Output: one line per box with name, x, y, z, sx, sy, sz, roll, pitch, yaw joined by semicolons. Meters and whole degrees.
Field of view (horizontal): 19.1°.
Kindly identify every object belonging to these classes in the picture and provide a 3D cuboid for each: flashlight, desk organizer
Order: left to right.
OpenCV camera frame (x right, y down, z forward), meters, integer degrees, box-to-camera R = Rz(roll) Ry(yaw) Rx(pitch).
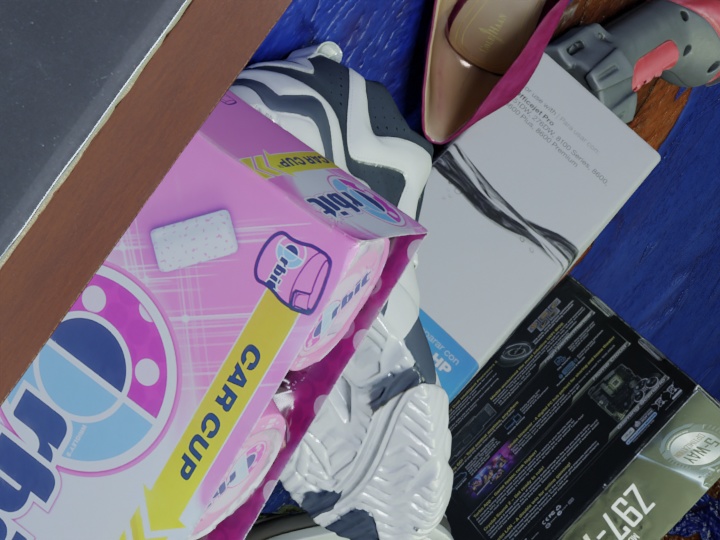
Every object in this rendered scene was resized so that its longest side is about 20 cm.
desk organizer;-0.097;-0.043;0.610;0.200;0.072;0.077;-54;167;-1
flashlight;0.160;-0.115;1.214;0.200;0.068;0.068;-36;159;-51

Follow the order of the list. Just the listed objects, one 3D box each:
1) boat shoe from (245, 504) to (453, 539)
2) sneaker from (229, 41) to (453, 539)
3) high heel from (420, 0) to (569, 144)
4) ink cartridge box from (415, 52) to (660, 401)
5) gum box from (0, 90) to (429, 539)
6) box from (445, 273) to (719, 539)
boat shoe;-0.044;0.143;1.015;0.202;0.072;0.060;-23;-147;23
sneaker;0.000;0.000;0.851;0.079;0.199;0.130;-17;-161;29
high heel;0.060;-0.118;0.903;0.096;0.067;0.200;-62;169;-12
ink cartridge box;0.036;0.008;1.029;0.200;0.084;0.145;-47;176;-28
gum box;-0.080;0.039;0.744;0.200;0.113;0.066;-59;164;17
box;0.074;0.110;1.027;0.200;0.044;0.160;-48;-155;2
